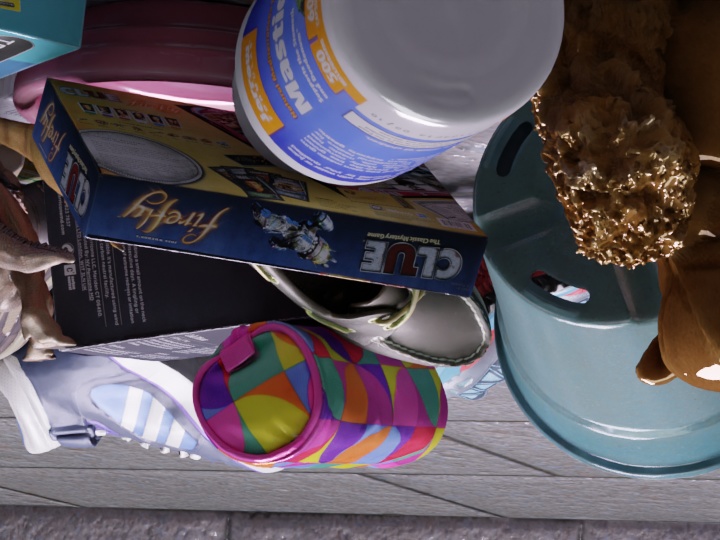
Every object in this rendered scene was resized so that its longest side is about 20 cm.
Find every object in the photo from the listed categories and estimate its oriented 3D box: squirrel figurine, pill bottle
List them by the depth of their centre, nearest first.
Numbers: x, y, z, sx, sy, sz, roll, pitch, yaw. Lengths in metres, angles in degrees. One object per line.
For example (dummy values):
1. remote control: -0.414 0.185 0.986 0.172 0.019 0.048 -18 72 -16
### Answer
1. pill bottle: 0.007 -0.100 1.318 0.112 0.112 0.200 8 168 -18
2. squirrel figurine: 0.153 -0.039 1.369 0.200 0.187 0.141 12 167 -34

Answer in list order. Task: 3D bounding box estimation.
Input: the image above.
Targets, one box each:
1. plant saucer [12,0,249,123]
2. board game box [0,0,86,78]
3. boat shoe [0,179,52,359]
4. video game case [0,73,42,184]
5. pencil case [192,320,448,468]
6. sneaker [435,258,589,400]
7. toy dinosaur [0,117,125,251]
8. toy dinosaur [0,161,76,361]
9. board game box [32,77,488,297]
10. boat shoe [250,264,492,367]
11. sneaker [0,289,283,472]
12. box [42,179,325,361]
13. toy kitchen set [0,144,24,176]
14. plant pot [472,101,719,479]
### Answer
1. plant saucer: -0.083 -0.099 1.528 0.200 0.051 0.201 6 169 1
2. board game box: -0.257 -0.137 1.416 0.200 0.047 0.151 12 167 -31
3. boat shoe: -0.237 0.000 1.817 0.073 0.075 0.200 -7 152 -38
4. video game case: -0.187 -0.081 1.749 0.200 0.022 0.182 13 166 -41
5. pencil case: -0.021 0.072 1.643 0.088 0.089 0.200 1 177 21
6. sneaker: 0.112 0.015 1.815 0.200 0.079 0.095 -32 142 23
7. toy dinosaur: -0.157 -0.063 1.509 0.200 0.061 0.106 20 169 28
8. toy dinosaur: -0.208 -0.019 1.574 0.086 0.136 0.200 -2 171 -17
9. board game box: -0.052 -0.041 1.424 0.200 0.035 0.136 9 -160 -21
10. boat shoe: -0.002 0.003 1.563 0.202 0.072 0.060 33 -174 -30
11. sneaker: -0.154 0.089 1.927 0.146 0.081 0.200 -26 132 32
12. box: -0.071 -0.008 1.725 0.182 0.104 0.200 -6 175 11
13. toy kitchen set: -0.290 0.004 1.695 0.163 0.181 0.200 7 168 -12
14. plant pot: 0.152 -0.008 1.568 0.200 0.201 0.196 2 161 15
